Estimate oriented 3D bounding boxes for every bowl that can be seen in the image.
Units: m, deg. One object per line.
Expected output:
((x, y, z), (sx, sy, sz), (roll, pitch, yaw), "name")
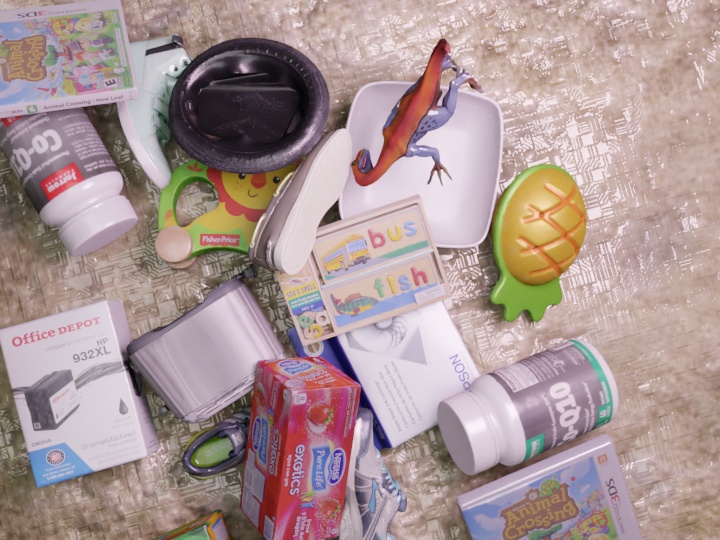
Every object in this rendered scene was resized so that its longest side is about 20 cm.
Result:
((0.074, -0.131, 1.329), (0.198, 0.075, 0.202), (8, 88, 0), "bowl")

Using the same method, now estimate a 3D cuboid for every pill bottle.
((-0.369, -0.127, 1.310), (0.113, 0.114, 0.201), (-31, 87, -1), "pill bottle")
((0.201, 0.167, 1.272), (0.199, 0.113, 0.114), (-20, 87, -17), "pill bottle")

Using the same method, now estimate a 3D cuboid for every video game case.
((0.237, 0.314, 1.287), (0.199, 0.022, 0.183), (-23, 114, -1), "video game case")
((-0.374, -0.264, 1.287), (0.181, 0.022, 0.201), (-10, 48, -12), "video game case")

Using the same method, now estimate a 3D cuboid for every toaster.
((-0.180, 0.097, 1.301), (0.199, 0.114, 0.130), (-33, 93, -3), "toaster")

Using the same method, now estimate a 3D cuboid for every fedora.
((-0.131, -0.188, 1.290), (0.199, 0.092, 0.202), (-2, 71, 6), "fedora")

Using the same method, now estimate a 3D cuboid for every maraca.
((0.218, -0.033, 1.308), (0.136, 0.107, 0.202), (2, 103, -28), "maraca")

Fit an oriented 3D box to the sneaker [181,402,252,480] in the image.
((-0.136, 0.204, 1.310), (0.199, 0.081, 0.074), (-33, 88, -1), "sneaker")

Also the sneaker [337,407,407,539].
((0.015, 0.266, 1.309), (0.086, 0.078, 0.202), (1, 104, -4), "sneaker")

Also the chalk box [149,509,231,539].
((-0.247, 0.395, 1.280), (0.199, 0.125, 0.125), (-23, 88, -2), "chalk box")

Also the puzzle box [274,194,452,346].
((0.000, 0.000, 1.283), (0.199, 0.025, 0.134), (-19, 104, 5), "puzzle box")

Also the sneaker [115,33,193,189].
((-0.243, -0.208, 1.324), (0.117, 0.074, 0.202), (-18, 77, -1), "sneaker")

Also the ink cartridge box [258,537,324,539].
((-0.080, 0.417, 1.261), (0.047, 0.160, 0.201), (-19, 86, 28), "ink cartridge box")

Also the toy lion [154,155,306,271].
((-0.156, -0.099, 1.339), (0.198, 0.069, 0.193), (1, 80, 1), "toy lion")

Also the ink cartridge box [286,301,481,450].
((0.034, 0.116, 1.334), (0.199, 0.041, 0.201), (-28, 88, -1), "ink cartridge box")

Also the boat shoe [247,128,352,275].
((-0.070, -0.088, 1.248), (0.060, 0.072, 0.203), (9, 61, 31), "boat shoe")

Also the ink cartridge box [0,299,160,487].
((-0.351, 0.151, 1.312), (0.144, 0.084, 0.201), (-15, 87, -1), "ink cartridge box")

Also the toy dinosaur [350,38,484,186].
((0.047, -0.178, 1.226), (0.181, 0.200, 0.105), (-43, 60, 6), "toy dinosaur")

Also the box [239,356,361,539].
((-0.074, 0.213, 1.252), (0.095, 0.100, 0.202), (-1, 107, -32), "box")
